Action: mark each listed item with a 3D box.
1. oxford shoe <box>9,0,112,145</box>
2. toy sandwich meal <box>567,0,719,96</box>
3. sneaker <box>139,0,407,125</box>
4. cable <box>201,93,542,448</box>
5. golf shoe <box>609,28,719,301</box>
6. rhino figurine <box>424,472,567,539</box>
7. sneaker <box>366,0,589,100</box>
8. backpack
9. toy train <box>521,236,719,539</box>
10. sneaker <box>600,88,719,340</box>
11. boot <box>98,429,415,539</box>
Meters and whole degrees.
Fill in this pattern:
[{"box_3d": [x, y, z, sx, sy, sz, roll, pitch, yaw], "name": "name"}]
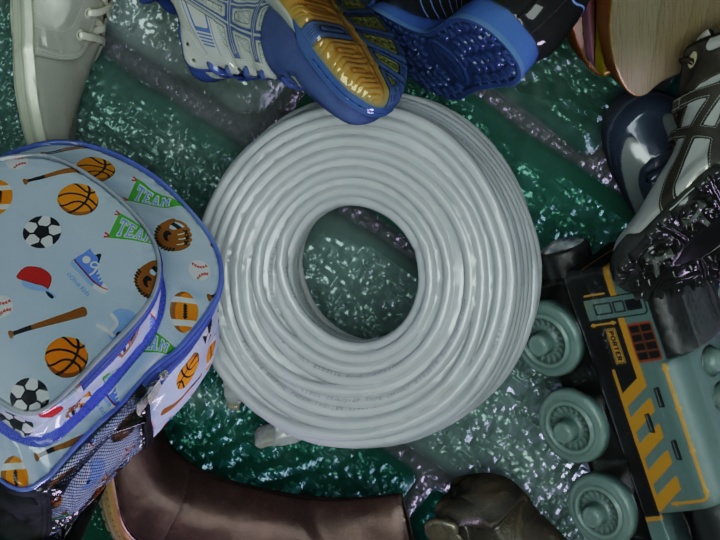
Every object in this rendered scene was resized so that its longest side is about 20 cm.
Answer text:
[{"box_3d": [-0.164, -0.148, 1.428, 0.057, 0.075, 0.201, 0, 93, 1], "name": "oxford shoe"}, {"box_3d": [0.204, -0.180, 1.393, 0.204, 0.070, 0.206, -14, 136, -14], "name": "toy sandwich meal"}, {"box_3d": [-0.050, -0.128, 1.401, 0.075, 0.200, 0.088, 14, 118, -46], "name": "sneaker"}, {"box_3d": [0.000, 0.000, 1.432, 0.199, 0.069, 0.201, -6, 91, 18], "name": "cable"}, {"box_3d": [0.197, -0.072, 1.373, 0.200, 0.094, 0.078, -46, 140, 1], "name": "golf shoe"}, {"box_3d": [0.114, 0.195, 1.482, 0.200, 0.088, 0.060, 44, 124, -8], "name": "rhino figurine"}, {"box_3d": [0.067, -0.142, 1.383, 0.078, 0.200, 0.070, -44, 109, -12], "name": "sneaker"}, {"box_3d": [-0.170, 0.022, 1.364, 0.200, 0.154, 0.190, 41, 59, 11], "name": "backpack"}, {"box_3d": [0.162, 0.073, 1.444, 0.114, 0.085, 0.201, -11, 102, 42], "name": "toy train"}, {"box_3d": [0.206, -0.016, 1.455, 0.070, 0.082, 0.200, -33, 98, 3], "name": "sneaker"}, {"box_3d": [-0.056, 0.139, 1.462, 0.166, 0.072, 0.201, -12, 112, 11], "name": "boot"}]
